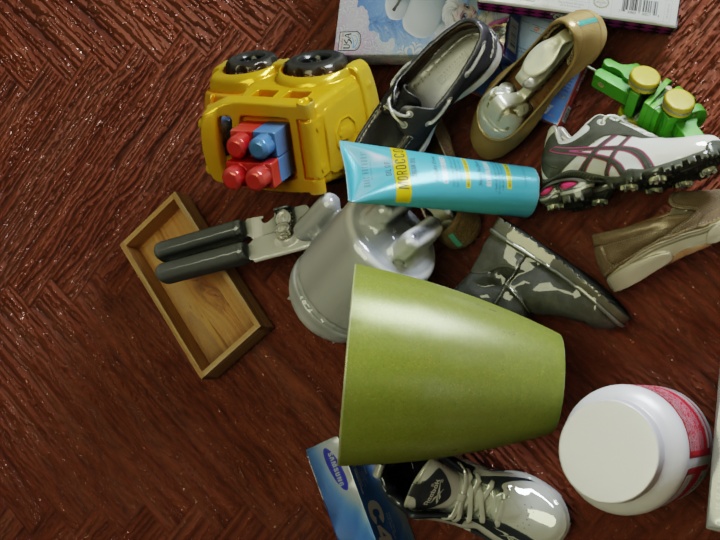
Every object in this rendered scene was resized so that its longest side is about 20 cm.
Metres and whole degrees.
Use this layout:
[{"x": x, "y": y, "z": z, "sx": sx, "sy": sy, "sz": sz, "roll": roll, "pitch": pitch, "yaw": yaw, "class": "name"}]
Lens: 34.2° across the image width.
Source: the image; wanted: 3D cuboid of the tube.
[{"x": 0.077, "y": -0.087, "z": 1.158, "sx": 0.051, "sy": 0.198, "sz": 0.078, "roll": 111, "pitch": 157, "yaw": -44, "class": "tube"}]

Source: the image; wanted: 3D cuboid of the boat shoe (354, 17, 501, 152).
[{"x": 0.059, "y": -0.171, "z": 1.174, "sx": 0.200, "sy": 0.060, "sz": 0.074, "roll": -42, "pitch": 69, "yaw": 9, "class": "boat shoe"}]

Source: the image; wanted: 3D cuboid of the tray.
[{"x": -0.192, "y": 0.017, "z": 1.367, "sx": 0.099, "sy": 0.037, "sz": 0.201, "roll": -41, "pitch": 70, "yaw": 16, "class": "tray"}]

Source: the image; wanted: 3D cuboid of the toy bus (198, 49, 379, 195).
[{"x": -0.103, "y": -0.142, "z": 1.237, "sx": 0.199, "sy": 0.192, "sz": 0.137, "roll": 7, "pitch": 120, "yaw": 28, "class": "toy bus"}]

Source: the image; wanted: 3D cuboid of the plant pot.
[{"x": 0.084, "y": 0.096, "z": 1.091, "sx": 0.198, "sy": 0.187, "sz": 0.189, "roll": 5, "pitch": 86, "yaw": 1, "class": "plant pot"}]

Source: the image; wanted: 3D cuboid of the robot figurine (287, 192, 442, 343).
[{"x": 0.000, "y": 0.000, "z": 1.215, "sx": 0.170, "sy": 0.113, "sz": 0.200, "roll": 52, "pitch": 130, "yaw": 9, "class": "robot figurine"}]

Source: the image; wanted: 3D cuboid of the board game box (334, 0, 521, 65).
[{"x": 0.077, "y": -0.321, "z": 1.247, "sx": 0.198, "sy": 0.043, "sz": 0.202, "roll": 4, "pitch": 86, "yaw": 26, "class": "board game box"}]

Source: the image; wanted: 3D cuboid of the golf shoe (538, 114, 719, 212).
[{"x": 0.253, "y": -0.113, "z": 1.116, "sx": 0.199, "sy": 0.077, "sz": 0.089, "roll": -10, "pitch": 81, "yaw": 42, "class": "golf shoe"}]

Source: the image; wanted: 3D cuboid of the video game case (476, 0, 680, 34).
[{"x": 0.226, "y": -0.338, "z": 1.165, "sx": 0.198, "sy": 0.036, "sz": 0.183, "roll": 8, "pitch": 88, "yaw": 6, "class": "video game case"}]

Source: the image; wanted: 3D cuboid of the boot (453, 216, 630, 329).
[{"x": 0.147, "y": 0.071, "z": 1.177, "sx": 0.181, "sy": 0.072, "sz": 0.201, "roll": 37, "pitch": 99, "yaw": 25, "class": "boot"}]

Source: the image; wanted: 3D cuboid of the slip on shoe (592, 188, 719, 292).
[{"x": 0.313, "y": -0.049, "z": 1.107, "sx": 0.199, "sy": 0.076, "sz": 0.061, "roll": -30, "pitch": 84, "yaw": 28, "class": "slip on shoe"}]

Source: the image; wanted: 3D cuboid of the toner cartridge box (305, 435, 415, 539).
[{"x": 0.014, "y": 0.269, "z": 1.206, "sx": 0.043, "sy": 0.095, "sz": 0.201, "roll": -27, "pitch": 74, "yaw": 20, "class": "toner cartridge box"}]

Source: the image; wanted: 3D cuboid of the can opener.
[{"x": -0.135, "y": -0.025, "z": 1.310, "sx": 0.198, "sy": 0.066, "sz": 0.053, "roll": -13, "pitch": 68, "yaw": 13, "class": "can opener"}]

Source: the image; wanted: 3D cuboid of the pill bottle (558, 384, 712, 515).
[{"x": 0.244, "y": 0.158, "z": 1.046, "sx": 0.111, "sy": 0.200, "sz": 0.113, "roll": -3, "pitch": 83, "yaw": 25, "class": "pill bottle"}]

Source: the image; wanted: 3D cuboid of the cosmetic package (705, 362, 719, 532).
[{"x": 0.363, "y": 0.134, "z": 1.045, "sx": 0.090, "sy": 0.107, "sz": 0.202, "roll": 8, "pitch": 90, "yaw": 27, "class": "cosmetic package"}]

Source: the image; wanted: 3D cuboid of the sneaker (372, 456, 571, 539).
[{"x": 0.100, "y": 0.222, "z": 1.149, "sx": 0.198, "sy": 0.129, "sz": 0.080, "roll": 26, "pitch": 97, "yaw": 26, "class": "sneaker"}]

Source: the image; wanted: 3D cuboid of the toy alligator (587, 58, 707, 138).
[{"x": 0.275, "y": -0.179, "z": 1.153, "sx": 0.054, "sy": 0.060, "sz": 0.200, "roll": -34, "pitch": 61, "yaw": -29, "class": "toy alligator"}]

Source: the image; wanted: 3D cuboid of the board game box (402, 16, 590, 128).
[{"x": 0.145, "y": -0.232, "z": 1.238, "sx": 0.199, "sy": 0.019, "sz": 0.104, "roll": 27, "pitch": 95, "yaw": 26, "class": "board game box"}]

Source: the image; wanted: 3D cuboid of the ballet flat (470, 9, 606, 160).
[{"x": 0.161, "y": -0.184, "z": 1.166, "sx": 0.069, "sy": 0.063, "sz": 0.200, "roll": 53, "pitch": 128, "yaw": 16, "class": "ballet flat"}]

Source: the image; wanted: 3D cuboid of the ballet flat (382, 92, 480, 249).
[{"x": 0.065, "y": -0.115, "z": 1.235, "sx": 0.068, "sy": 0.072, "sz": 0.201, "roll": -27, "pitch": 73, "yaw": 21, "class": "ballet flat"}]
